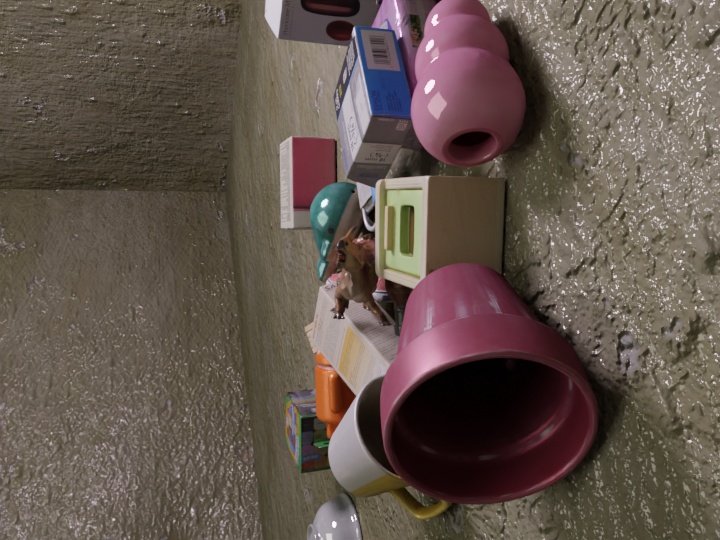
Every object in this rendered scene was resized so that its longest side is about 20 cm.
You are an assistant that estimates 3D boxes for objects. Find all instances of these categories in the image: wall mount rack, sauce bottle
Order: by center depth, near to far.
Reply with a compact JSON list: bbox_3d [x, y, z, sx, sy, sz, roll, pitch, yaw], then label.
[{"bbox_3d":[0.064,-0.004,0.884,0.066,0.065,0.205,-160,66,-70],"label":"sauce bottle"},{"bbox_3d":[0.025,-0.150,0.989,0.174,0.073,0.204,136,130,-61],"label":"wall mount rack"}]

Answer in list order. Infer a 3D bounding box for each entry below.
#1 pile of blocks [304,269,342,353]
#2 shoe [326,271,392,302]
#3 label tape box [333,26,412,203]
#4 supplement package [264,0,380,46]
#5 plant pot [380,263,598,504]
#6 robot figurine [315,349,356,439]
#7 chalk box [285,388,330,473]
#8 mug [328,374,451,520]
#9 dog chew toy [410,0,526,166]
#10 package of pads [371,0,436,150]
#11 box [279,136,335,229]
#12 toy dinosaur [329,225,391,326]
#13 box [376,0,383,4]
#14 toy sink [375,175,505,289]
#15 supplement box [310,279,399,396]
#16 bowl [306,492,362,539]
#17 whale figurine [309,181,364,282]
[{"bbox_3d":[-0.036,0.080,1.182,0.082,0.062,0.202,44,114,30],"label":"pile of blocks"},{"bbox_3d":[0.002,0.000,1.048,0.199,0.070,0.093,8,97,58],"label":"shoe"},{"bbox_3d":[0.006,-0.207,0.821,0.201,0.062,0.147,120,145,-60],"label":"label tape box"},{"bbox_3d":[-0.044,-0.486,0.961,0.148,0.196,0.194,-116,30,-50],"label":"supplement package"},{"bbox_3d":[0.113,0.096,0.591,0.181,0.195,0.203,-93,12,-55],"label":"plant pot"},{"bbox_3d":[-0.030,0.212,1.108,0.115,0.142,0.205,1,93,49],"label":"robot figurine"},{"bbox_3d":[-0.084,0.349,1.269,0.200,0.122,0.127,-153,64,-70],"label":"chalk box"},{"bbox_3d":[0.030,0.269,0.845,0.154,0.147,0.190,-51,48,45],"label":"mug"},{"bbox_3d":[0.114,-0.220,0.652,0.125,0.122,0.204,126,147,-60],"label":"dog chew toy"},{"bbox_3d":[0.070,-0.286,0.829,0.121,0.074,0.204,131,134,-62],"label":"package of pads"},{"bbox_3d":[-0.122,-0.197,1.355,0.128,0.107,0.205,-169,78,-70],"label":"box"},{"bbox_3d":[0.000,0.000,0.866,0.200,0.084,0.139,-122,34,-81],"label":"toy dinosaur"},{"bbox_3d":[0.084,-0.429,0.781,0.200,0.074,0.051,156,109,-69],"label":"box"},{"bbox_3d":[0.084,-0.051,0.752,0.200,0.110,0.134,-157,67,-70],"label":"toy sink"},{"bbox_3d":[0.006,0.123,0.961,0.200,0.073,0.128,46,139,32],"label":"supplement box"},{"bbox_3d":[-0.063,0.598,1.281,0.201,0.088,0.206,179,90,-71],"label":"bowl"},{"bbox_3d":[-0.054,-0.075,1.109,0.160,0.102,0.202,-65,-1,-48],"label":"whale figurine"}]
